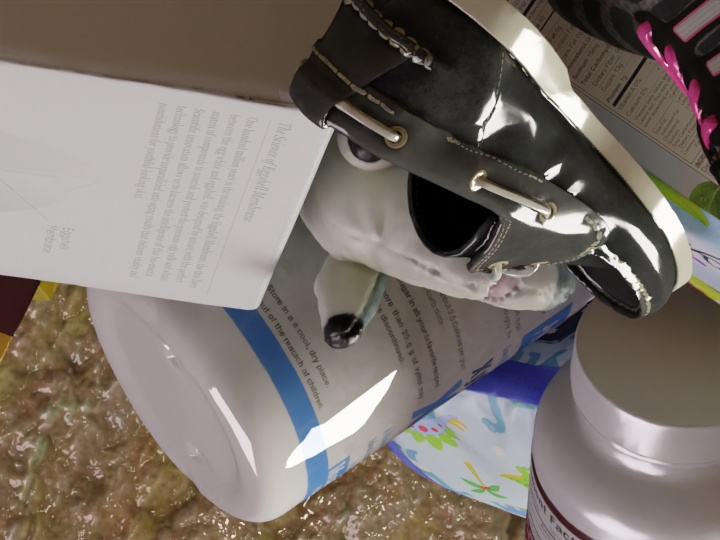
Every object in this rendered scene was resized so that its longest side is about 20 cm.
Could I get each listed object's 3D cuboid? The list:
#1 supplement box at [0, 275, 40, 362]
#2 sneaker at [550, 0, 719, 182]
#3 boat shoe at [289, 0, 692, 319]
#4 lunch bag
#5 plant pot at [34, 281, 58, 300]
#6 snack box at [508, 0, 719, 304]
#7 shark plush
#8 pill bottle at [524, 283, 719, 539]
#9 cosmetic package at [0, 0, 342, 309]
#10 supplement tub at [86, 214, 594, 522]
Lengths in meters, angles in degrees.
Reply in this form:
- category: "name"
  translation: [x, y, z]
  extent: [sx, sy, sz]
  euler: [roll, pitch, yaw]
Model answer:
- category: "supplement box"
  translation: [-0.199, -0.102, 1.156]
  extent: [0.197, 0.200, 0.133]
  euler: [23, -160, -15]
- category: "sneaker"
  translation: [0.119, -0.048, 0.808]
  extent: [0.200, 0.088, 0.074]
  euler: [29, 172, 36]
- category: "boat shoe"
  translation: [0.043, -0.031, 0.873]
  extent: [0.072, 0.068, 0.200]
  euler: [34, 175, 37]
- category: "lunch bag"
  translation: [0.111, 0.065, 1.340]
  extent: [0.170, 0.128, 0.200]
  euler: [6, 175, 37]
- category: "plant pot"
  translation: [-0.327, -0.074, 2.409]
  extent: [0.176, 0.200, 0.200]
  euler: [21, 173, 3]
- category: "snack box"
  translation: [0.090, -0.063, 0.989]
  extent: [0.200, 0.068, 0.169]
  euler: [33, 175, -3]
- category: "shark plush"
  translation: [0.013, -0.035, 1.073]
  extent: [0.083, 0.091, 0.200]
  euler: [-2, -162, -16]
- category: "pill bottle"
  translation: [0.125, 0.098, 1.163]
  extent: [0.113, 0.113, 0.200]
  euler: [30, 143, 25]
- category: "cosmetic package"
  translation: [-0.113, -0.084, 0.977]
  extent: [0.199, 0.123, 0.199]
  euler: [9, 159, -8]
- category: "supplement tub"
  translation: [0.000, 0.000, 1.155]
  extent: [0.132, 0.200, 0.132]
  euler: [48, 159, 25]
